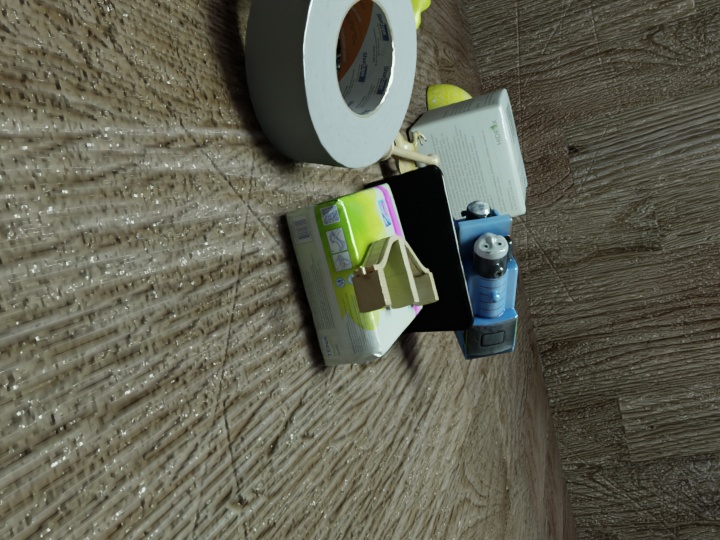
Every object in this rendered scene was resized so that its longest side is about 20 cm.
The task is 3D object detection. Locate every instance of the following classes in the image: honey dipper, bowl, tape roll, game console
[{"bbox_3d":[0.059,-0.161,0.992,0.199,0.038,0.039,1,77,-56],"label":"honey dipper"},{"bbox_3d":[0.220,-0.308,1.554,0.200,0.106,0.204,-12,90,-73],"label":"bowl"},{"bbox_3d":[-0.020,-0.200,0.682,0.200,0.065,0.204,-31,127,-52],"label":"tape roll"},{"bbox_3d":[0.088,-0.028,0.953,0.176,0.114,0.204,-24,102,-72],"label":"game console"}]

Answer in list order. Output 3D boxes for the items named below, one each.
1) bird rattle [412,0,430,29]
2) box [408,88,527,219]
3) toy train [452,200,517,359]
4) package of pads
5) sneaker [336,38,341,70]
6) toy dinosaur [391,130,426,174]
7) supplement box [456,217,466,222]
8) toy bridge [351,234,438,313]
[{"bbox_3d":[0.004,-0.401,1.024,0.199,0.112,0.165,-16,83,-59],"label":"bird rattle"},{"bbox_3d":[0.203,-0.202,1.330,0.199,0.168,0.203,-58,134,-65],"label":"box"},{"bbox_3d":[0.154,0.013,0.923,0.115,0.085,0.202,-109,-168,-49],"label":"toy train"},{"bbox_3d":[0.000,0.000,0.743,0.200,0.067,0.157,-32,108,-71],"label":"package of pads"},{"bbox_3d":[-0.033,-0.261,0.795,0.201,0.070,0.099,-75,146,-58],"label":"sneaker"},{"bbox_3d":[0.061,-0.174,1.057,0.102,0.057,0.202,-72,146,-55],"label":"toy dinosaur"},{"bbox_3d":[0.151,-0.004,1.145,0.200,0.108,0.111,18,61,-70],"label":"supplement box"},{"bbox_3d":[0.034,0.002,0.690,0.200,0.027,0.068,4,71,-71],"label":"toy bridge"}]
